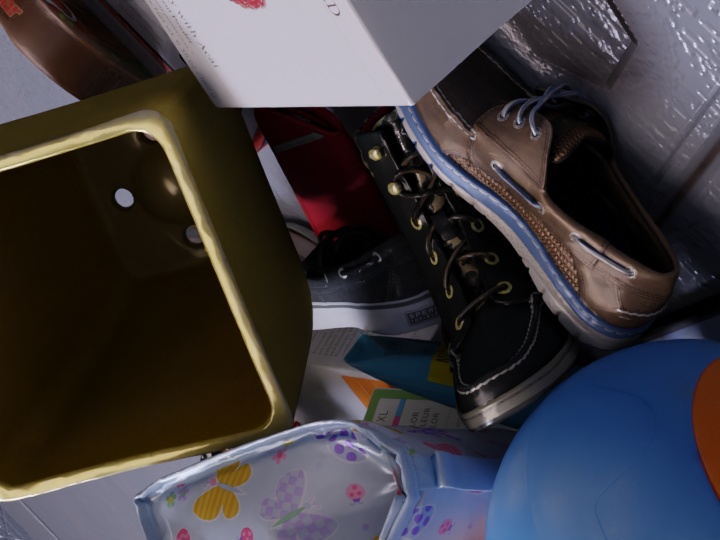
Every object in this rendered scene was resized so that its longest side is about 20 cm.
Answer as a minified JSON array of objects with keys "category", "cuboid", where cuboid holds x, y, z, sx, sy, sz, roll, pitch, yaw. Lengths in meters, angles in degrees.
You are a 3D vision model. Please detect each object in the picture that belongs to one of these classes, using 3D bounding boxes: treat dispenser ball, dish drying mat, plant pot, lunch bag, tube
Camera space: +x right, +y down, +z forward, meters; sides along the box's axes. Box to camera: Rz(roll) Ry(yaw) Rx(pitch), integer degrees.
[{"category":"treat dispenser ball","cuboid":[0.161,0.135,0.998,0.201,0.201,0.201,40,158,19]},{"category":"dish drying mat","cuboid":[-0.015,-0.046,1.243,0.076,0.018,0.200,24,160,26]},{"category":"plant pot","cuboid":[-0.134,-0.016,1.177,0.194,0.200,0.195,-14,111,20]},{"category":"lunch bag","cuboid":[0.006,0.146,1.111,0.199,0.169,0.128,-26,70,33]},{"category":"tube","cuboid":[0.090,0.069,1.158,0.199,0.051,0.077,14,-175,6]}]

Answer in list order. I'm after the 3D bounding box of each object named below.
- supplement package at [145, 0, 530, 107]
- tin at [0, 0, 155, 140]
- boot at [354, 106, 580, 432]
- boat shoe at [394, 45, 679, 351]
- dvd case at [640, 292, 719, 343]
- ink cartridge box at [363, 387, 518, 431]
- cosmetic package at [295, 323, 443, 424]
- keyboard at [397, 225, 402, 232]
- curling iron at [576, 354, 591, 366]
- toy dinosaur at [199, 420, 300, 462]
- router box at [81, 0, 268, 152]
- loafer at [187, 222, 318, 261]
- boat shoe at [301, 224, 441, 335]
[{"category":"supplement package","cuboid":[-0.017,-0.160,0.984,0.122,0.120,0.200,56,157,-21]},{"category":"tin","cuboid":[-0.167,-0.137,1.316,0.112,0.042,0.200,46,-172,36]},{"category":"boot","cuboid":[0.050,-0.012,1.083,0.154,0.073,0.204,56,-163,-12]},{"category":"boat shoe","cuboid":[0.094,-0.058,1.036,0.200,0.072,0.072,51,140,8]},{"category":"dvd case","cuboid":[0.244,0.092,1.068,0.200,0.018,0.143,49,160,-3]},{"category":"ink cartridge box","cuboid":[0.059,0.127,1.253,0.199,0.060,0.104,-1,139,26]},{"category":"cosmetic package","cuboid":[-0.002,0.063,1.350,0.199,0.071,0.102,5,145,44]},{"category":"keyboard","cuboid":[0.032,0.030,1.386,0.056,0.011,0.200,47,160,18]},{"category":"curling iron","cuboid":[0.132,0.061,1.219,0.200,0.026,0.050,47,162,2]},{"category":"toy dinosaur","cuboid":[-0.078,0.134,1.302,0.102,0.137,0.200,-4,158,38]},{"category":"router box","cuboid":[-0.111,-0.179,1.234,0.200,0.049,0.180,46,159,4]},{"category":"loafer","cuboid":[-0.073,0.000,1.458,0.199,0.063,0.072,26,150,45]},{"category":"boat shoe","cuboid":[0.000,0.000,1.232,0.200,0.068,0.057,3,115,65]}]
